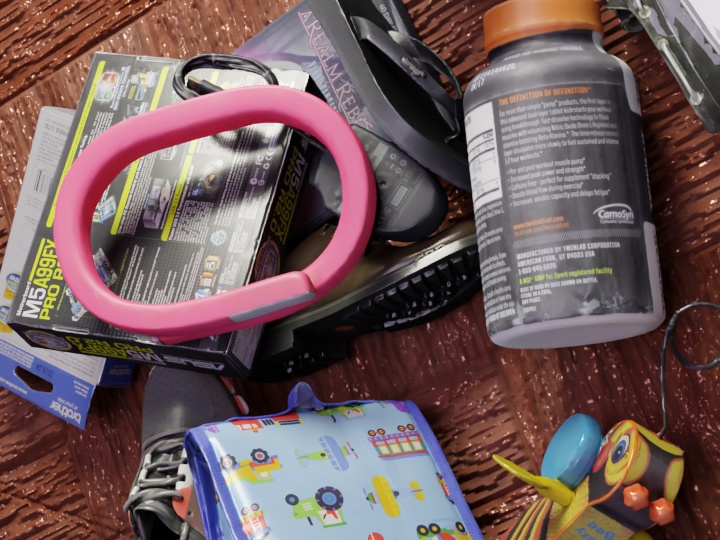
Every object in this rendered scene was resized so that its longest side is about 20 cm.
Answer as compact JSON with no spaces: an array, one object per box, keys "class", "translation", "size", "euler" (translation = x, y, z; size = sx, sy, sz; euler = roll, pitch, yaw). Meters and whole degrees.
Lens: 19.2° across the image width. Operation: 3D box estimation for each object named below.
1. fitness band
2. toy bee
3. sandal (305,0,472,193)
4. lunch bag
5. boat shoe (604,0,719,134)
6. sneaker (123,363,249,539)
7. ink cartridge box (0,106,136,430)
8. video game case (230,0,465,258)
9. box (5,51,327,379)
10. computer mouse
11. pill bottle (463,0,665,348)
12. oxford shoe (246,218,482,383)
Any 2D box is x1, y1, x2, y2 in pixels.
[{"class":"fitness band","translation":[-0.089,-0.035,1.296],"size":[0.200,0.037,0.144],"euler":[-14,73,10]},{"class":"toy bee","translation":[0.138,0.122,1.211],"size":[0.131,0.109,0.200],"euler":[10,116,-3]},{"class":"sandal","translation":[0.020,-0.132,1.325],"size":[0.043,0.076,0.200],"euler":[-41,65,19]},{"class":"lunch bag","translation":[-0.012,0.156,1.270],"size":[0.094,0.150,0.200],"euler":[122,135,-55]},{"class":"boat shoe","translation":[0.171,-0.171,1.258],"size":[0.064,0.071,0.200],"euler":[-40,67,21]},{"class":"sneaker","translation":[-0.107,0.137,1.307],"size":[0.077,0.082,0.200],"euler":[-23,61,20]},{"class":"ink cartridge box","translation":[-0.194,-0.002,1.480],"size":[0.119,0.042,0.200],"euler":[22,99,35]},{"class":"video game case","translation":[-0.039,-0.097,1.413],"size":[0.200,0.019,0.143],"euler":[-34,68,25]},{"class":"box","translation":[-0.123,-0.039,1.371],"size":[0.160,0.044,0.200],"euler":[6,68,22]},{"class":"computer mouse","translation":[-0.031,-0.077,1.326],"size":[0.200,0.034,0.059],"euler":[34,85,17]},{"class":"pill bottle","translation":[0.117,-0.060,1.258],"size":[0.106,0.106,0.200],"euler":[-11,79,31]},{"class":"oxford shoe","translation":[0.000,0.000,1.348],"size":[0.200,0.073,0.085],"euler":[-21,65,26]}]
